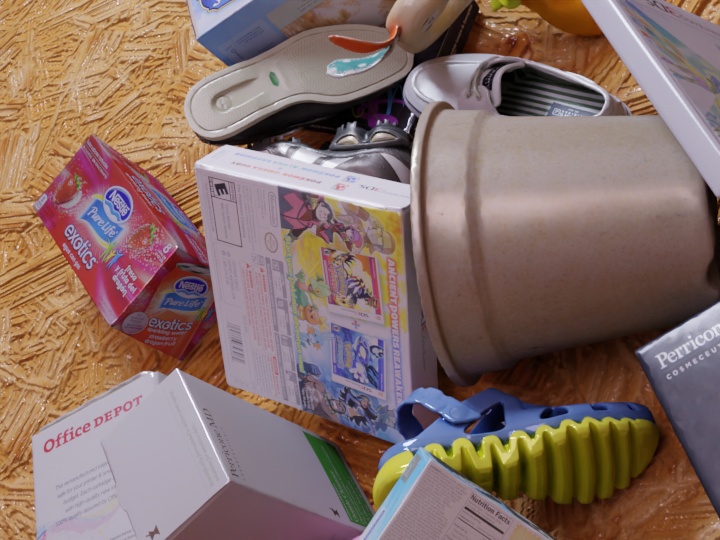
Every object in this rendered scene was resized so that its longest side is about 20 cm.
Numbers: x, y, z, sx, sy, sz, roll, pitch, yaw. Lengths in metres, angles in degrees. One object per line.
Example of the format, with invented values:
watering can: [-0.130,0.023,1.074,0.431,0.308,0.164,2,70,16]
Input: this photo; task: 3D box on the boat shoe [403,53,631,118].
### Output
boat shoe: [0.117,-0.143,0.906,0.198,0.067,0.074,13,76,28]

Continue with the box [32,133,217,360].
box: [-0.209,-0.023,1.069,0.096,0.100,0.200,-48,50,5]

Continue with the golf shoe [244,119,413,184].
golf shoe: [-0.045,-0.062,0.966,0.198,0.078,0.096,-10,62,33]

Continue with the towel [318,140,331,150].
towel: [-0.024,-0.006,0.987,0.147,0.022,0.200,-46,49,7]

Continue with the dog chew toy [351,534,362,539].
dog chew toy: [0.022,0.235,0.779,0.124,0.125,0.201,13,68,38]

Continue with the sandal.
sandal: [0.101,0.109,0.768,0.198,0.080,0.087,-4,39,-9]

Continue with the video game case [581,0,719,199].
video game case: [0.243,-0.107,0.751,0.022,0.181,0.201,-49,47,33]

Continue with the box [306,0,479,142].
box: [-0.001,-0.193,1.052,0.199,0.036,0.144,14,77,39]

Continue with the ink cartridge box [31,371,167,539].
ink cartridge box: [-0.189,0.206,0.954,0.144,0.087,0.202,-28,57,20]

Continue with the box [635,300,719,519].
box: [0.296,0.094,0.657,0.196,0.117,0.201,-33,52,17]

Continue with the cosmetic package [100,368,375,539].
cosmetic package: [-0.079,0.161,0.826,0.085,0.200,0.108,-41,52,10]

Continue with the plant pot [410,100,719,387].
plant pot: [0.149,-0.027,0.785,0.181,0.201,0.203,-5,64,19]

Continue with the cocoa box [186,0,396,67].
cocoa box: [-0.043,-0.265,1.004,0.199,0.133,0.132,-29,57,19]

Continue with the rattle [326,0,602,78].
rattle: [0.081,-0.178,0.893,0.130,0.143,0.200,-30,15,47]

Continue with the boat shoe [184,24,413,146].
boat shoe: [-0.051,-0.156,0.987,0.198,0.068,0.073,-19,76,-2]

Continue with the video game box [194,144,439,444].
video game box: [-0.030,0.018,0.855,0.181,0.202,0.047,17,36,32]

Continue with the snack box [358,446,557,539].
snack box: [0.087,0.213,0.706,0.117,0.199,0.037,-55,8,-2]
